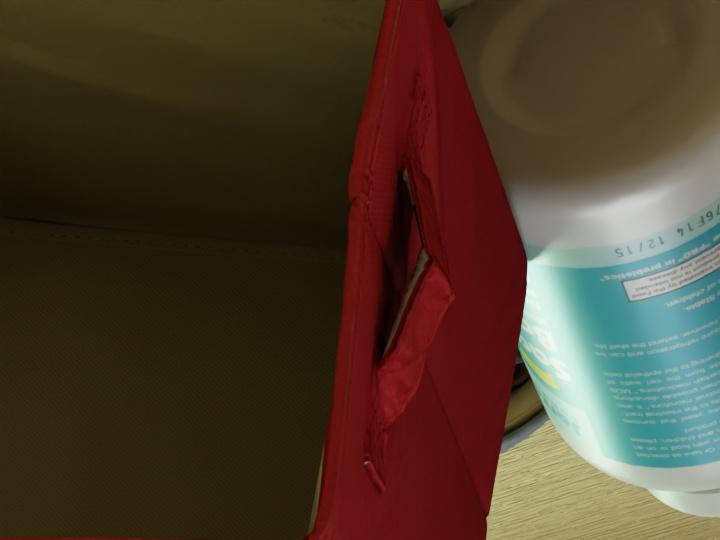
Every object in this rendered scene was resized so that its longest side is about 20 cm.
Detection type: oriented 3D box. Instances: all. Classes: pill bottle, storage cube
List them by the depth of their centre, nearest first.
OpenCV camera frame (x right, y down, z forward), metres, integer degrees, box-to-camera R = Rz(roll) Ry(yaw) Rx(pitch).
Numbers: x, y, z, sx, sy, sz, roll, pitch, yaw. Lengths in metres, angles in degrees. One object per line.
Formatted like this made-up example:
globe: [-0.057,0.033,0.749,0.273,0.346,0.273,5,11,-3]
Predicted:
storage cube: [-0.063,0.027,0.604,0.199,0.172,0.180,-1,150,15]
pill bottle: [0.098,-0.003,0.760,0.110,0.111,0.200,-14,137,12]

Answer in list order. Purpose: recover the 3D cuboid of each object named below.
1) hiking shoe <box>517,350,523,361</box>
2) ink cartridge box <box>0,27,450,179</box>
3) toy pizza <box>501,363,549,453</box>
hiking shoe: [0.000,0.000,0.951,0.199,0.076,0.101,0,-177,-12]
ink cartridge box: [-0.039,-0.049,0.757,0.094,0.044,0.199,-23,163,39]
toy pizza: [-0.002,0.035,1.022,0.199,0.032,0.200,-7,-154,3]
